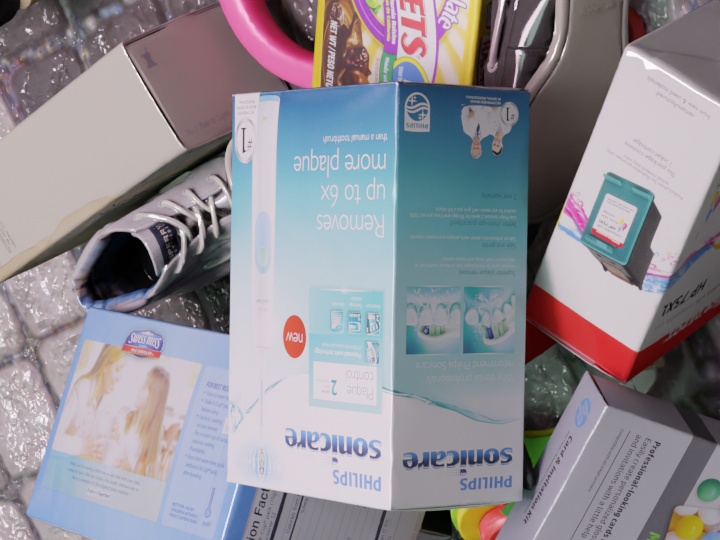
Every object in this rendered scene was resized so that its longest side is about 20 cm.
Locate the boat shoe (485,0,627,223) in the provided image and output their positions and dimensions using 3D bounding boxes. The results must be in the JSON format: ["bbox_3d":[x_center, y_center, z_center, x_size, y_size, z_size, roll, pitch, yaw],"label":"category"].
[{"bbox_3d":[0.096,-0.123,1.132,0.057,0.067,0.200,43,131,47],"label":"boat shoe"}]

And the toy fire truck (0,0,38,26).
[{"bbox_3d":[-0.255,-0.257,1.351,0.176,0.129,0.200,8,124,36],"label":"toy fire truck"}]

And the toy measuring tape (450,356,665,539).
[{"bbox_3d":[0.095,0.098,1.238,0.074,0.074,0.200,43,135,16],"label":"toy measuring tape"}]

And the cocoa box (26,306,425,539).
[{"bbox_3d":[-0.071,0.107,1.283,0.200,0.131,0.134,8,80,52],"label":"cocoa box"}]

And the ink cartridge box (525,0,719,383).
[{"bbox_3d":[0.150,-0.027,1.112,0.067,0.116,0.200,35,128,22],"label":"ink cartridge box"}]

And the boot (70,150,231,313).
[{"bbox_3d":[-0.085,-0.026,1.317,0.200,0.096,0.074,-35,86,43],"label":"boot"}]

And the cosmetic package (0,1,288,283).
[{"bbox_3d":[-0.146,-0.074,1.340,0.200,0.103,0.073,-30,90,44],"label":"cosmetic package"}]

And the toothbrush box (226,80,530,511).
[{"bbox_3d":[0.007,0.011,1.120,0.146,0.085,0.201,4,94,55],"label":"toothbrush box"}]

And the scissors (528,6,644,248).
[{"bbox_3d":[0.100,-0.059,1.211,0.073,0.014,0.200,48,133,9],"label":"scissors"}]

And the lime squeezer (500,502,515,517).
[{"bbox_3d":[0.138,0.168,1.246,0.038,0.071,0.200,17,149,37],"label":"lime squeezer"}]

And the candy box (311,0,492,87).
[{"bbox_3d":[0.025,-0.144,1.176,0.102,0.026,0.200,19,118,28],"label":"candy box"}]

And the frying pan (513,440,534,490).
[{"bbox_3d":[0.052,0.019,1.152,0.190,0.031,0.115,36,126,53],"label":"frying pan"}]

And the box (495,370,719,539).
[{"bbox_3d":[0.166,0.152,1.124,0.200,0.041,0.156,20,110,-19],"label":"box"}]

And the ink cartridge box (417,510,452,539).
[{"bbox_3d":[-0.026,0.134,1.353,0.200,0.037,0.095,-24,60,41],"label":"ink cartridge box"}]

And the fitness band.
[{"bbox_3d":[0.002,-0.168,1.223,0.200,0.037,0.144,-1,108,38],"label":"fitness band"}]

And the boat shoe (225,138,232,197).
[{"bbox_3d":[0.000,0.000,1.261,0.200,0.067,0.057,43,170,0],"label":"boat shoe"}]
